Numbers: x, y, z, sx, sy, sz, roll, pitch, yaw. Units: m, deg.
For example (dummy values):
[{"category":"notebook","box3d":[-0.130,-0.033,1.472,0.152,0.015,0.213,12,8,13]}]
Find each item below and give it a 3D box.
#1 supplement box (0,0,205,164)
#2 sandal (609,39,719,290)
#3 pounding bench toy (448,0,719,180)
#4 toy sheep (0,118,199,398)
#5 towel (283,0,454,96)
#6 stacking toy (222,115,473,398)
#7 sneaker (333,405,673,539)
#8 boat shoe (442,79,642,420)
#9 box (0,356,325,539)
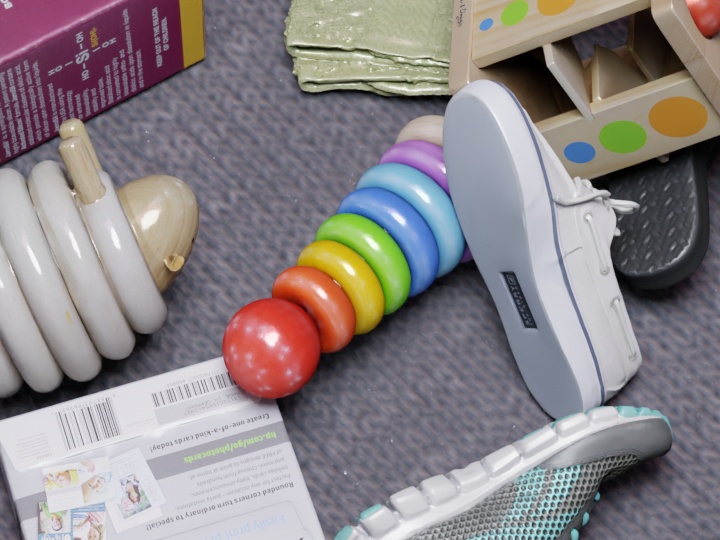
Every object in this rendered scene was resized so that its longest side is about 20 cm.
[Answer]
[{"category":"supplement box","box3d":[-0.208,-0.156,1.377,0.199,0.103,0.131,-30,66,-17]},{"category":"sandal","box3d":[0.182,-0.072,1.370,0.075,0.048,0.202,-9,55,31]},{"category":"pounding bench toy","box3d":[0.152,-0.165,1.336,0.155,0.124,0.201,-19,46,27]},{"category":"toy sheep","box3d":[-0.181,0.003,1.274,0.199,0.138,0.139,-23,63,0]},{"category":"towel","box3d":[0.032,-0.194,1.445,0.147,0.037,0.201,5,61,2]},{"category":"stacking toy","box3d":[0.000,0.000,1.288,0.085,0.086,0.200,35,56,17]},{"category":"sneaker","box3d":[0.087,0.141,1.246,0.199,0.078,0.092,-24,80,-11]},{"category":"boat shoe","box3d":[0.114,-0.022,1.281,0.086,0.074,0.203,-31,108,-28]},{"category":"box","box3d":[-0.098,0.154,1.239,0.155,0.041,0.201,-16,61,-11]}]
